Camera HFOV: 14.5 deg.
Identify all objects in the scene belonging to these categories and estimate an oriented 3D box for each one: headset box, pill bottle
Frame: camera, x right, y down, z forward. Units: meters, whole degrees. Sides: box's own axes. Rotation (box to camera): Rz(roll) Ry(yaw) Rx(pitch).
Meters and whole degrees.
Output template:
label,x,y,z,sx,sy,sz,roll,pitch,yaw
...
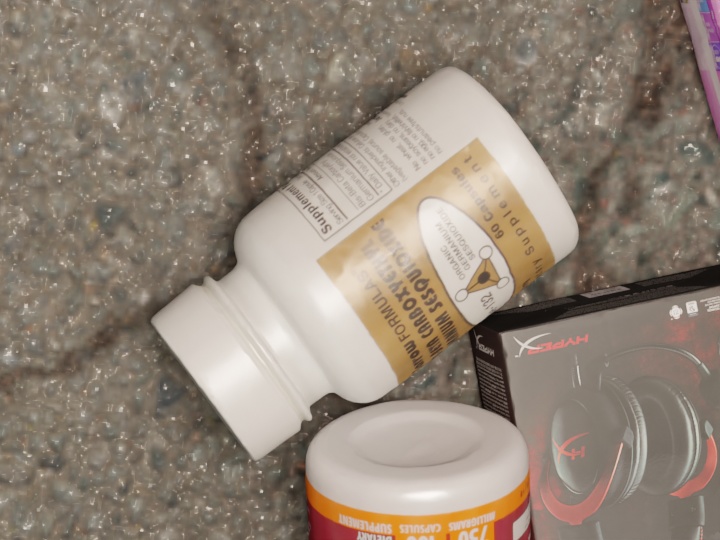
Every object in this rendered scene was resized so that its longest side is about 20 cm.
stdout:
label,x,y,z,sx,sy,sz,roll,pitch,yaw
headset box,0.149,0.110,1.476,0.148,0.075,0.201,-11,97,-10
pill bottle,0.032,0.176,1.432,0.112,0.113,0.201,-7,111,-10
pill bottle,0.000,0.000,1.417,0.200,0.114,0.115,-37,101,-5

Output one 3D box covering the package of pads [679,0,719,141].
label,x,y,z,sx,sy,sz,roll,pitch,yaw
package of pads,0.221,-0.172,1.462,0.120,0.076,0.201,-18,99,-11
